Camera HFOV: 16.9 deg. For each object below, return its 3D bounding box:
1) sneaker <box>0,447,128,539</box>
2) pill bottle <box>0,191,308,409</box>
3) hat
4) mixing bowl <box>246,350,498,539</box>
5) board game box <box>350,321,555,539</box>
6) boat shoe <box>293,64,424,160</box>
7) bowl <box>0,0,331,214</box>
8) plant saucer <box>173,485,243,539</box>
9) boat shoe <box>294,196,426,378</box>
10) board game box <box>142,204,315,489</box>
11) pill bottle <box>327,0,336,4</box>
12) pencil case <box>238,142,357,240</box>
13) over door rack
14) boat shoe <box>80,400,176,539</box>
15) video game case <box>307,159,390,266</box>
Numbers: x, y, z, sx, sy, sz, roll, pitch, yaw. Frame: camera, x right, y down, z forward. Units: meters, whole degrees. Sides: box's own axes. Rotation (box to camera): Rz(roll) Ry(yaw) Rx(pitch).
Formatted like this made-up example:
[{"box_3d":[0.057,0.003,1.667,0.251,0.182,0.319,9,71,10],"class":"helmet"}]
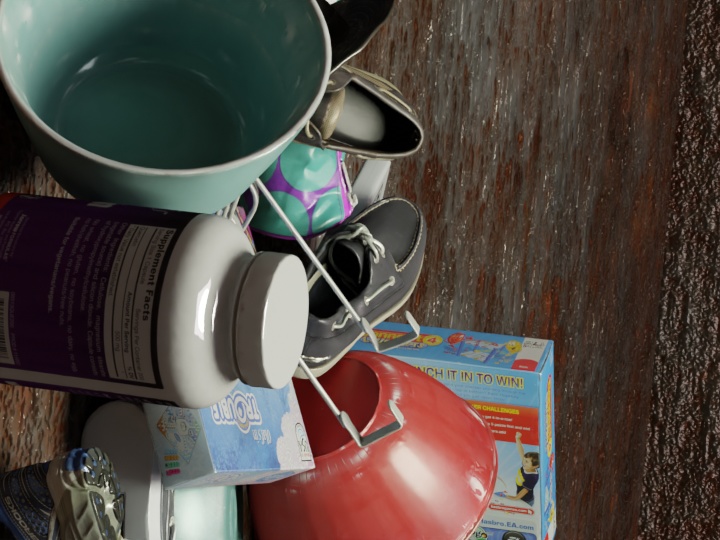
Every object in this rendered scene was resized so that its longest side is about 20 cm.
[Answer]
[{"box_3d":[-0.181,0.193,1.510,0.077,0.085,0.201,-84,165,-55],"class":"sneaker"},{"box_3d":[-0.136,0.018,1.392,0.112,0.199,0.113,6,90,-73],"class":"pill bottle"},{"box_3d":[-0.075,-0.144,1.579,0.081,0.200,0.201,47,39,-19],"class":"hat"},{"box_3d":[-0.008,0.134,1.788,0.109,0.199,0.201,60,38,-42],"class":"mixing bowl"},{"box_3d":[0.068,0.147,2.097,0.056,0.199,0.197,-58,150,-56],"class":"board game box"},{"box_3d":[-0.036,-0.126,1.724,0.199,0.073,0.075,11,99,-33],"class":"boat shoe"},{"box_3d":[-0.124,-0.107,1.455,0.105,0.200,0.201,107,2,-53],"class":"bowl"},{"box_3d":[-0.107,0.176,1.728,0.200,0.036,0.201,0,90,-88],"class":"plant saucer"},{"box_3d":[0.000,0.000,1.794,0.200,0.073,0.063,-50,169,-42],"class":"boat shoe"},{"box_3d":[-0.105,0.046,1.644,0.200,0.043,0.200,11,63,-72],"class":"board game box"},{"box_3d":[-0.076,-0.256,1.632,0.200,0.115,0.116,72,30,-53],"class":"pill bottle"},{"box_3d":[-0.044,-0.129,1.814,0.085,0.092,0.201,-59,152,-70],"class":"pencil case"},{"box_3d":[-0.054,0.022,1.606,0.200,0.067,0.148,44,23,-15],"class":"over door rack"},{"box_3d":[-0.157,0.188,1.616,0.068,0.071,0.201,22,68,-71],"class":"boat shoe"},{"box_3d":[-0.033,0.033,1.919,0.182,0.023,0.200,102,11,-51],"class":"video game case"}]
